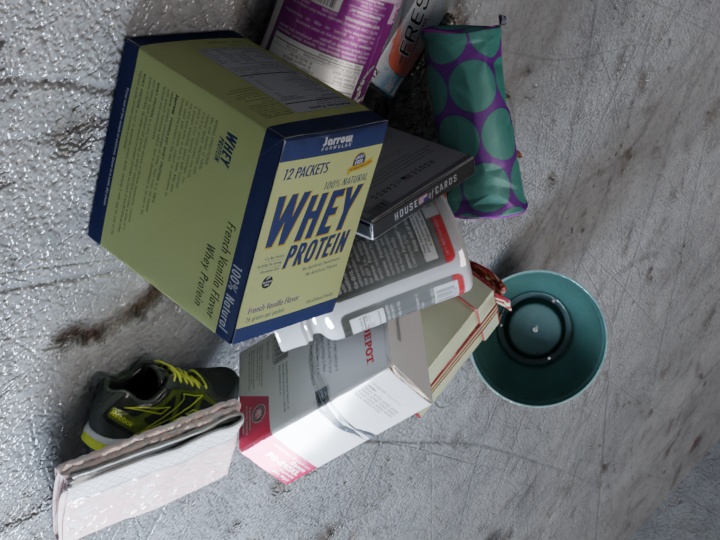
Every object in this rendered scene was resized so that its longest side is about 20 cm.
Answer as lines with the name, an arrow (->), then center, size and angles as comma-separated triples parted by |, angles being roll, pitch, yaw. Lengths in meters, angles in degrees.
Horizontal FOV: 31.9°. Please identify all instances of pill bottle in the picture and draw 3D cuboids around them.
pill bottle -> 0.000, 0.000, 1.240 | 0.200, 0.114, 0.114 | -20, 143, -3
pill bottle -> -0.040, -0.203, 1.190 | 0.112, 0.112, 0.200 | -5, 124, -54

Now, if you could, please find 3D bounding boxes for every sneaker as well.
sneaker -> -0.197, 0.132, 1.320 | 0.200, 0.074, 0.085 | -20, 134, -47

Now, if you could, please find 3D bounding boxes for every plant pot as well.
plant pot -> 0.261, 0.094, 1.877 | 0.201, 0.200, 0.134 | -60, 177, 6

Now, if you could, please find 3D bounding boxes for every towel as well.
towel -> -0.220, 0.211, 1.304 | 0.200, 0.032, 0.191 | -19, 158, -22

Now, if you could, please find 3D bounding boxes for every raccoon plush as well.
raccoon plush -> 0.073, -0.184, 1.326 | 0.096, 0.200, 0.134 | -4, 130, -10

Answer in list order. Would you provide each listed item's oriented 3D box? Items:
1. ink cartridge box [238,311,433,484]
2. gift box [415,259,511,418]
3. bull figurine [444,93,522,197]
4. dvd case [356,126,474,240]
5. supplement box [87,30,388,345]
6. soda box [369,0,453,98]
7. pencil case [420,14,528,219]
ink cartridge box -> -0.030, 0.114, 1.345 | 0.200, 0.145, 0.084 | -31, 128, 22
gift box -> 0.065, 0.047, 1.488 | 0.187, 0.184, 0.200 | -51, 169, -8
bull figurine -> 0.132, -0.153, 1.546 | 0.200, 0.065, 0.122 | -38, 142, -33
dvd case -> -0.010, -0.101, 1.245 | 0.150, 0.200, 0.025 | -34, 133, -34
supplement box -> -0.113, -0.079, 1.112 | 0.134, 0.200, 0.200 | -17, 132, -48
soda box -> 0.049, -0.282, 1.287 | 0.200, 0.068, 0.064 | -58, 151, 5
pencil case -> 0.117, -0.152, 1.274 | 0.092, 0.085, 0.201 | -28, 111, -61
